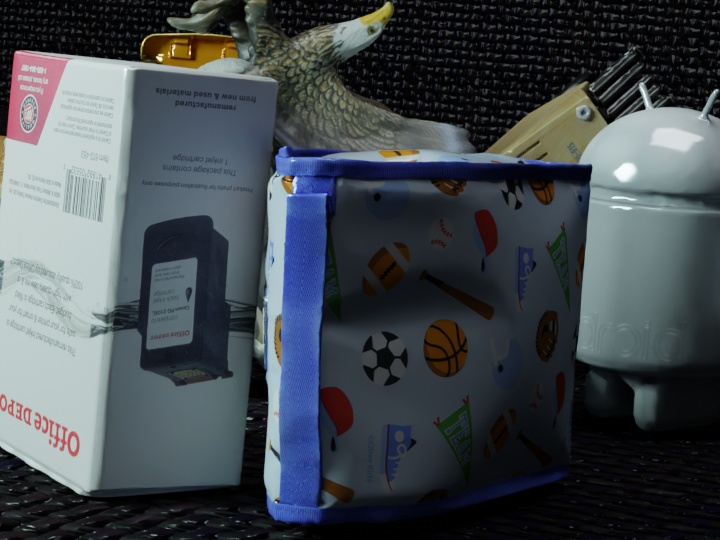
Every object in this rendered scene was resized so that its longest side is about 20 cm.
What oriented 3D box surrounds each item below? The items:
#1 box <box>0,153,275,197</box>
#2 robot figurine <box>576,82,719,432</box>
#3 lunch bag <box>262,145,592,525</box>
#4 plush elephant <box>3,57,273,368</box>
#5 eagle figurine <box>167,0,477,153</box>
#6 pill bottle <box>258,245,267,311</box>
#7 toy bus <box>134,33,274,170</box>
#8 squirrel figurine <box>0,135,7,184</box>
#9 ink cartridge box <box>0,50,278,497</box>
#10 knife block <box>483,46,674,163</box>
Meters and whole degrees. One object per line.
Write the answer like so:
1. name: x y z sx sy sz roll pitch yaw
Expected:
1. box: -0.179 -0.038 1.375 0.163 0.021 0.200 11 -40 -47
2. robot figurine: 0.180 -0.008 1.187 0.113 0.201 0.169 -3 9 -43
3. lunch bag: 0.018 0.025 0.961 0.123 0.171 0.200 4 6 29
4. plush elephant: -0.112 -0.001 1.220 0.164 0.201 0.155 -14 35 -19
5. eagle figurine: -0.026 -0.116 1.331 0.151 0.200 0.152 -24 19 40
6. pill bottle: 0.000 0.000 1.365 0.199 0.115 0.114 10 9 38
7. toy bus: -0.142 -0.098 1.770 0.135 0.201 0.192 4 0 -6
8. squirrel figurine: -0.300 -0.056 1.581 0.186 0.142 0.200 -3 6 -5
9. ink cartridge box: -0.117 -0.002 0.996 0.084 0.201 0.145 2 7 -32
10. knife block: 0.136 -0.081 1.458 0.200 0.064 0.176 -36 6 6
